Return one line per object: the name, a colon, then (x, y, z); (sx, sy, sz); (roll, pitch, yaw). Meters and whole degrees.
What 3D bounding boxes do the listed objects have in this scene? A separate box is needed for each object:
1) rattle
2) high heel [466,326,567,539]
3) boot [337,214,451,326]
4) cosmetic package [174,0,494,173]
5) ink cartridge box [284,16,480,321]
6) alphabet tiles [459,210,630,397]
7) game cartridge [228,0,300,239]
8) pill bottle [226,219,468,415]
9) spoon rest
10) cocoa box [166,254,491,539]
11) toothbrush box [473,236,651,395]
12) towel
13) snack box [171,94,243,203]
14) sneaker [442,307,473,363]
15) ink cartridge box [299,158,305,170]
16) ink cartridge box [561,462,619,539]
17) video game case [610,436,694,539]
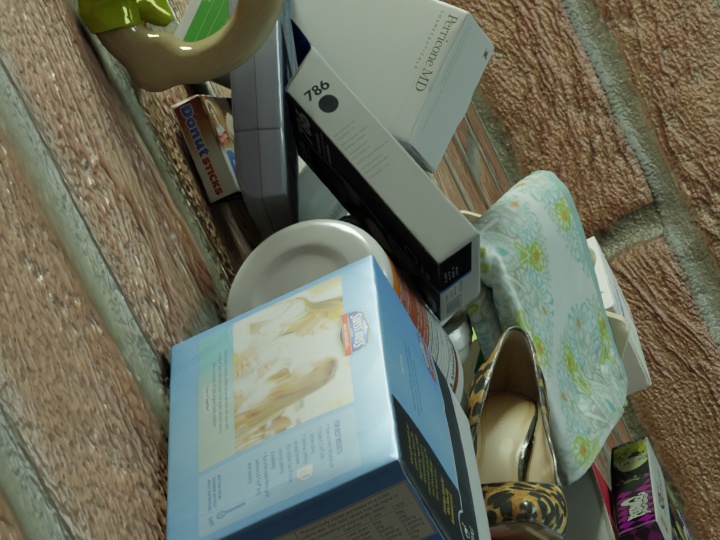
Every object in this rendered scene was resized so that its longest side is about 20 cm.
rattle: (-0.075, -0.204, 1.338); (0.130, 0.200, 0.143); (53, 12, 7)
high heel: (0.097, 0.102, 1.356); (0.200, 0.071, 0.143); (116, -21, -85)
boot: (0.000, 0.000, 1.527); (0.090, 0.073, 0.200); (43, -18, -14)
cosmetic package: (-0.019, -0.160, 1.521); (0.199, 0.108, 0.085); (22, -6, 20)
ink cartridge box: (0.004, -0.065, 1.381); (0.200, 0.039, 0.100); (51, -11, 21)
alphabet tiles: (0.107, 0.056, 1.675); (0.015, 0.199, 0.196); (-47, 151, -67)
game cartridge: (-0.064, -0.132, 1.411); (0.133, 0.040, 0.201); (91, -4, -75)
pill bottle: (0.000, 0.060, 1.384); (0.200, 0.112, 0.112); (52, 16, -54)
spoon rest: (-0.036, -0.045, 1.562); (0.061, 0.100, 0.200); (35, -9, 12)
cocoa box: (-0.016, 0.112, 1.110); (0.131, 0.133, 0.200); (59, 12, -29)
toothbrush box: (0.129, 0.071, 1.779); (0.086, 0.199, 0.146); (61, 10, -20)
towel: (0.138, 0.041, 1.563); (0.201, 0.048, 0.171); (69, 26, -11)
snack box: (-0.088, -0.086, 1.517); (0.200, 0.024, 0.072); (-18, 86, -80)
sneaker: (0.054, 0.091, 1.575); (0.116, 0.073, 0.200); (67, -13, -5)
ink cartridge box: (-0.014, -0.098, 1.765); (0.146, 0.085, 0.201); (35, 34, -71)
ink cartridge box: (0.156, 0.271, 1.597); (0.200, 0.145, 0.145); (57, 13, -39)
video game case: (0.243, 0.244, 1.592); (0.201, 0.036, 0.181); (64, 11, -11)
